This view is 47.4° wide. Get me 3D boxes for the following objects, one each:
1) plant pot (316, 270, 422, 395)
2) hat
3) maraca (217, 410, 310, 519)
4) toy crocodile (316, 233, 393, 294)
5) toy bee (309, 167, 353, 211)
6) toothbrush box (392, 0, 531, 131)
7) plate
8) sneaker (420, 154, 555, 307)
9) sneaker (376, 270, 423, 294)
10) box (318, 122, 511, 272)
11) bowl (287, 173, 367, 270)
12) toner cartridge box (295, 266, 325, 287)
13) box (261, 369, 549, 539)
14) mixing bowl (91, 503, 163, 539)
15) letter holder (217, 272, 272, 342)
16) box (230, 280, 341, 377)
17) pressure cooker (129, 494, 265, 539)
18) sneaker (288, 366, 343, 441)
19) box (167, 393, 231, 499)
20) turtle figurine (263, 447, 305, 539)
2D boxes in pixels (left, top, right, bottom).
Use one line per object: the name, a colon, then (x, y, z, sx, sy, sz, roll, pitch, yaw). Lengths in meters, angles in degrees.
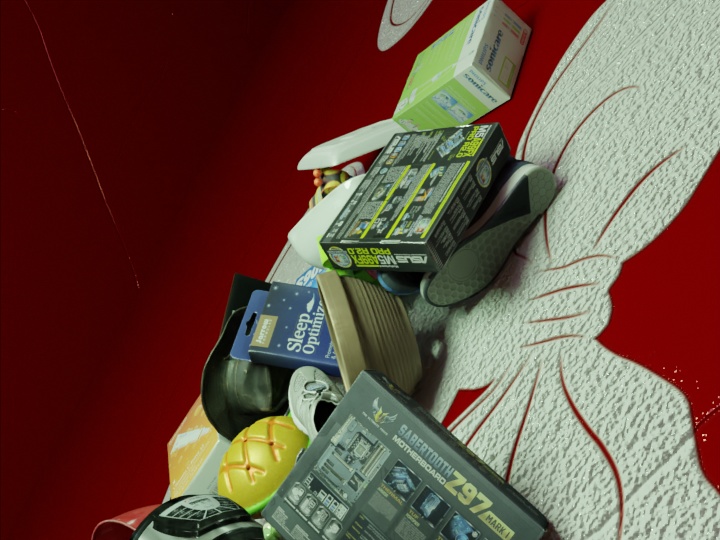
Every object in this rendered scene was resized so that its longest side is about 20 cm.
plant pot: (0.016, 0.091, 0.963, 0.091, 0.205, 0.201, -16, 23, -6)
hat: (-0.133, 0.154, 1.185, 0.080, 0.201, 0.204, 2, 58, 39)
maraca: (-0.107, 0.241, 1.076, 0.200, 0.108, 0.136, -44, 30, -17)
toy crocodile: (0.000, 0.000, 1.059, 0.061, 0.199, 0.069, -21, 58, 22)
toy bee: (-0.048, -0.146, 1.441, 0.202, 0.107, 0.132, -58, 37, 31)
toothbrush box: (0.154, -0.301, 1.266, 0.199, 0.085, 0.148, -27, 36, 54)
plate: (-0.001, -0.225, 1.428, 0.197, 0.033, 0.199, -25, 14, -19)
sneaker: (0.126, -0.059, 0.986, 0.203, 0.077, 0.146, -47, 33, 1)
sneaker: (0.056, -0.003, 1.027, 0.078, 0.066, 0.200, -37, 2, 27)
box: (0.063, -0.085, 0.941, 0.158, 0.045, 0.202, 1, 47, 41)
bowl: (0.018, -0.063, 1.142, 0.199, 0.197, 0.076, -37, 69, 47)
toner cartridge box: (-0.044, 0.014, 1.324, 0.199, 0.043, 0.096, -39, 30, 40)
box: (0.035, 0.208, 0.692, 0.159, 0.199, 0.051, -54, -17, 6)
mixing bowl: (-0.262, 0.398, 1.120, 0.199, 0.202, 0.108, -37, -2, 41)
letter holder: (-0.191, 0.129, 1.364, 0.202, 0.098, 0.144, -90, 18, -57)
box: (-0.075, 0.079, 1.132, 0.033, 0.195, 0.123, 82, -161, -51)
pressure cooker: (-0.181, 0.355, 0.934, 0.198, 0.177, 0.180, 6, 51, 53)
sneaker: (-0.039, 0.172, 1.008, 0.201, 0.073, 0.084, -127, 29, -53)
box: (-0.224, 0.287, 1.268, 0.126, 0.097, 0.200, -55, 21, 3)
turtle figurine: (-0.024, 0.283, 0.766, 0.200, 0.141, 0.198, -45, 29, 55)
